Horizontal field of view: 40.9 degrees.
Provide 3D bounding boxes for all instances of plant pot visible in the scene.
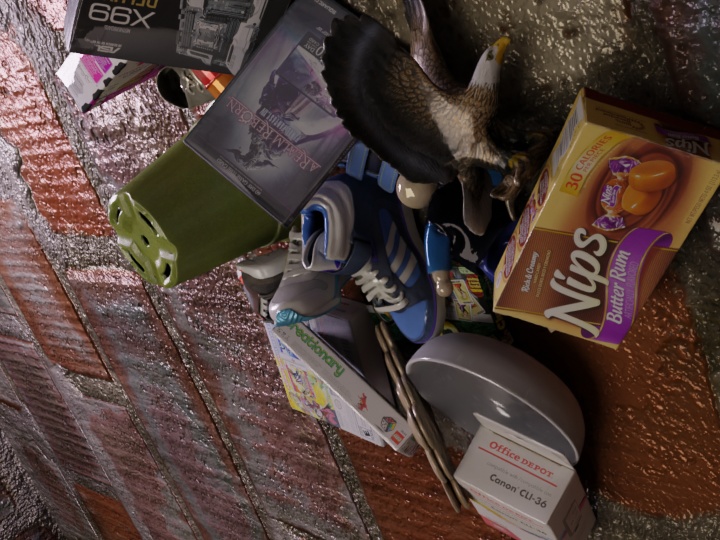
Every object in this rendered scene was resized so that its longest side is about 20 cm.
[{"bbox_3d":[-0.187,-0.079,1.137,0.199,0.190,0.201,30,139,30],"label":"plant pot"}]

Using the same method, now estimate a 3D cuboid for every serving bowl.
[{"bbox_3d":[0.147,0.123,1.004,0.199,0.066,0.200,28,160,11],"label":"serving bowl"}]

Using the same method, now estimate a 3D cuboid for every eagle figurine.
[{"bbox_3d":[0.074,-0.141,0.821,0.199,0.152,0.152,31,173,13],"label":"eagle figurine"}]

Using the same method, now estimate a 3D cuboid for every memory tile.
[{"bbox_3d":[0.066,0.160,1.076,0.154,0.017,0.201,61,-175,-34],"label":"memory tile"}]

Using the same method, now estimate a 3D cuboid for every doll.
[{"bbox_3d":[0.115,-0.028,0.890,0.199,0.137,0.048,38,170,6],"label":"doll"}]

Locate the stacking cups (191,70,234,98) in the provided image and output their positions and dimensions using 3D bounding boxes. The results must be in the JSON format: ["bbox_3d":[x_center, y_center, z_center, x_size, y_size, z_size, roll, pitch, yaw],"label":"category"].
[{"bbox_3d":[-0.110,-0.171,1.055,0.200,0.061,0.060,49,146,-9],"label":"stacking cups"}]

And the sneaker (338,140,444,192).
[{"bbox_3d":[0.014,-0.120,0.959,0.199,0.082,0.074,37,141,19],"label":"sneaker"}]

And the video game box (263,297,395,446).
[{"bbox_3d":[-0.043,0.118,1.268,0.181,0.047,0.202,14,129,40],"label":"video game box"}]

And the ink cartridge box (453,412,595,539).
[{"bbox_3d":[0.173,0.236,1.029,0.116,0.068,0.200,21,158,33],"label":"ink cartridge box"}]

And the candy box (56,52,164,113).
[{"bbox_3d":[-0.249,-0.263,1.095,0.061,0.136,0.200,56,146,-7],"label":"candy box"}]

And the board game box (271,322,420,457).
[{"bbox_3d":[-0.011,0.135,1.125,0.200,0.035,0.126,42,176,16],"label":"board game box"}]

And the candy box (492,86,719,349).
[{"bbox_3d":[0.193,-0.036,0.777,0.116,0.057,0.201,17,129,-4],"label":"candy box"}]

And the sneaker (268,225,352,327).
[{"bbox_3d":[-0.054,-0.006,1.043,0.076,0.200,0.081,-13,112,23],"label":"sneaker"}]

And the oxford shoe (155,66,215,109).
[{"bbox_3d":[-0.171,-0.227,1.106,0.199,0.058,0.076,-7,111,49],"label":"oxford shoe"}]

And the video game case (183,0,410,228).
[{"bbox_3d":[-0.059,-0.161,0.930,0.143,0.200,0.019,39,179,20],"label":"video game case"}]

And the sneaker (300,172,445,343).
[{"bbox_3d":[0.000,0.000,0.995,0.080,0.146,0.202,-8,101,49],"label":"sneaker"}]

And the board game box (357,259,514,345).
[{"bbox_3d":[0.075,0.035,1.077,0.199,0.023,0.105,1,123,49],"label":"board game box"}]

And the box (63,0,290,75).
[{"bbox_3d":[-0.169,-0.270,0.925,0.158,0.198,0.050,-56,43,43],"label":"box"}]

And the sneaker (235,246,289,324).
[{"bbox_3d":[-0.102,0.021,1.150,0.200,0.076,0.083,151,102,-83],"label":"sneaker"}]
